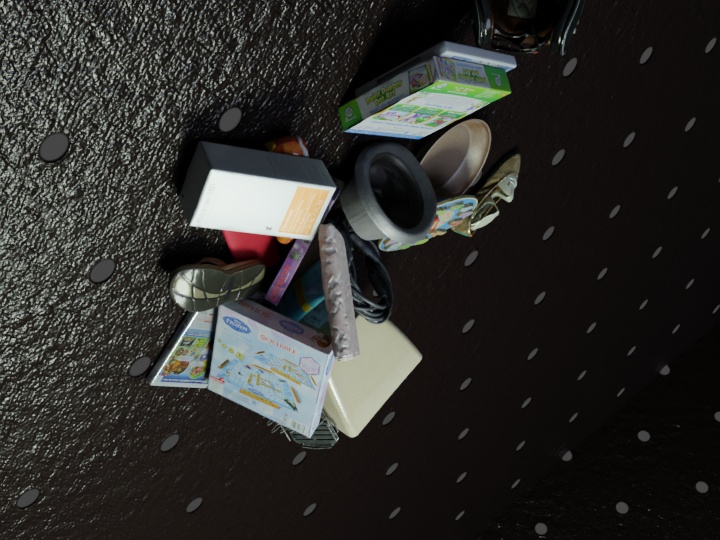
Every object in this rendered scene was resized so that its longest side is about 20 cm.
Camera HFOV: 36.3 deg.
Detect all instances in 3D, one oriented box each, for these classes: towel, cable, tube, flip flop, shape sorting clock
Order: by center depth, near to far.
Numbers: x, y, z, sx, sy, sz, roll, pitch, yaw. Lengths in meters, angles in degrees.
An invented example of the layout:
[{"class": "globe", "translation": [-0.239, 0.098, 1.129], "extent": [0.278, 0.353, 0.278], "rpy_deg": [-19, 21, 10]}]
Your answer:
[{"class": "towel", "translation": [-0.034, 0.037, 1.689], "extent": [0.032, 0.202, 0.191], "rpy_deg": [-9, 176, 3]}, {"class": "flip flop", "translation": [-0.226, 0.010, 1.692], "extent": [0.199, 0.057, 0.082], "rpy_deg": [-13, 132, -53]}, {"class": "tube", "translation": [-0.119, 0.064, 1.830], "extent": [0.050, 0.078, 0.200], "rpy_deg": [19, 130, -43]}, {"class": "cable", "translation": [0.000, 0.000, 1.862], "extent": [0.050, 0.202, 0.163], "rpy_deg": [-27, 165, 20]}, {"class": "shape sorting clock", "translation": [0.123, -0.083, 1.995], "extent": [0.198, 0.040, 0.200], "rpy_deg": [-20, 164, -6]}]

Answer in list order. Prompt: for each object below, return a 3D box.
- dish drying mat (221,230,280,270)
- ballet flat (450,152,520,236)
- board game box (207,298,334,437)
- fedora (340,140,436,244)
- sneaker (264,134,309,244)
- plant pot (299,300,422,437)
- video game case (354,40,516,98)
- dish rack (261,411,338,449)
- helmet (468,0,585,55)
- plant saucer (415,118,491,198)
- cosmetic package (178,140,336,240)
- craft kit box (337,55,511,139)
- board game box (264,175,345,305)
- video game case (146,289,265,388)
[{"class": "dish drying mat", "translation": [-0.175, -0.054, 1.721], "extent": [0.077, 0.018, 0.201], "rpy_deg": [-37, 150, -15]}, {"class": "ballet flat", "translation": [0.258, -0.141, 2.144], "extent": [0.200, 0.065, 0.071], "rpy_deg": [-47, 150, -2]}, {"class": "board game box", "translation": [-0.146, 0.155, 1.791], "extent": [0.041, 0.198, 0.201], "rpy_deg": [-54, 164, -48]}, {"class": "fedora", "translation": [0.035, -0.116, 1.820], "extent": [0.090, 0.178, 0.200], "rpy_deg": [-27, -167, 34]}, {"class": "sneaker", "translation": [-0.124, -0.123, 1.675], "extent": [0.076, 0.073, 0.201], "rpy_deg": [-11, 134, -17]}, {"class": "plant pot", "translation": [-0.045, 0.133, 1.937], "extent": [0.200, 0.199, 0.178], "rpy_deg": [-48, 138, -17]}, {"class": "video game case", "translation": [0.119, -0.300, 1.713], "extent": [0.181, 0.022, 0.199], "rpy_deg": [-22, 169, 38]}, {"class": "dish rack", "translation": [-0.129, 0.239, 1.926], "extent": [0.055, 0.153, 0.201], "rpy_deg": [-42, 111, -35]}, {"class": "helmet", "translation": [0.253, -0.433, 1.664], "extent": [0.199, 0.199, 0.193], "rpy_deg": [-17, 120, -42]}, {"class": "plant saucer", "translation": [0.152, -0.193, 1.972], "extent": [0.199, 0.037, 0.201], "rpy_deg": [-32, 147, -24]}, {"class": "cosmetic package", "translation": [-0.147, -0.112, 1.568], "extent": [0.198, 0.072, 0.102], "rpy_deg": [5, 128, -31]}, {"class": "craft kit box", "translation": [0.100, -0.263, 1.703], "extent": [0.196, 0.049, 0.199], "rpy_deg": [-19, 170, 38]}, {"class": "board game box", "translation": [-0.089, -0.049, 1.770], "extent": [0.201, 0.032, 0.120], "rpy_deg": [-60, -173, 19]}, {"class": "video game case", "translation": [-0.253, 0.109, 1.811], "extent": [0.201, 0.018, 0.143], "rpy_deg": [-56, 150, 13]}]
